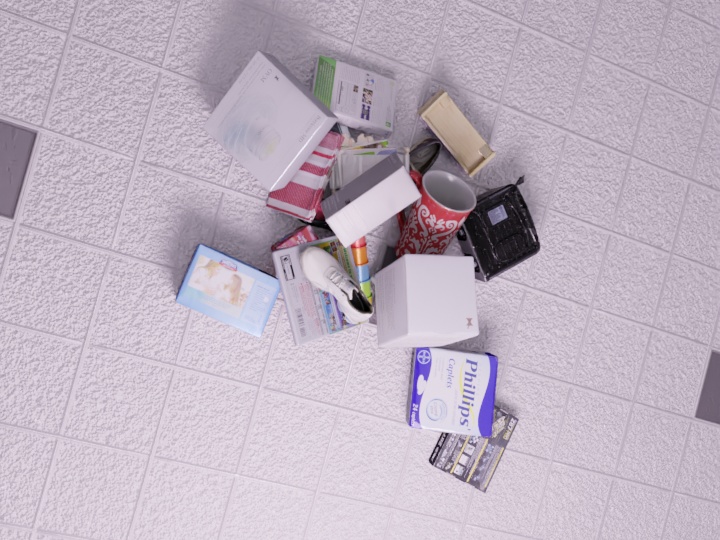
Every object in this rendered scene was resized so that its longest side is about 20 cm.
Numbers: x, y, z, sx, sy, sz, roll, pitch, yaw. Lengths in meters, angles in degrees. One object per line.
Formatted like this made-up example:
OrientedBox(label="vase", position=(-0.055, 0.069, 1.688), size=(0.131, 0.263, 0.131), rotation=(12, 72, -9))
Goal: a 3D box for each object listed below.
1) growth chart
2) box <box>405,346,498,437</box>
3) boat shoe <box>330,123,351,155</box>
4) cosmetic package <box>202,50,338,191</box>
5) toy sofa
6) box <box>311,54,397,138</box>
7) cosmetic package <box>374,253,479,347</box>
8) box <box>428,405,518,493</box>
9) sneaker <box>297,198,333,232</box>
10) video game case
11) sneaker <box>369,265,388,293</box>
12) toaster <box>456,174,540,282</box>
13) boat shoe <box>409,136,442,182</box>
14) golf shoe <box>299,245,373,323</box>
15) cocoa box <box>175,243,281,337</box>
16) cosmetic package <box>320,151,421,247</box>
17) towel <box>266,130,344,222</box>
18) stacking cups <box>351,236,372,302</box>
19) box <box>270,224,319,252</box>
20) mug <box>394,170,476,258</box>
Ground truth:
OrientedBox(label="growth chart", position=(0.018, -0.225, 1.525), size=(0.194, 0.018, 0.149), rotation=(6, 96, 8))
OrientedBox(label="box", position=(0.212, 0.277, 1.618), size=(0.194, 0.105, 0.189), rotation=(6, 86, 0))
OrientedBox(label="boat shoe", position=(-0.042, -0.254, 1.572), size=(0.066, 0.072, 0.205), rotation=(-21, 95, -13))
OrientedBox(label="cosmetic package", position=(-0.187, -0.311, 1.456), size=(0.199, 0.123, 0.200), rotation=(41, 104, -2))
OrientedBox(label="toy sofa", position=(0.227, -0.326, 1.641), size=(0.082, 0.098, 0.200), rotation=(-40, 103, 11))
OrientedBox(label="box", position=(-0.016, -0.393, 1.564), size=(0.195, 0.036, 0.148), rotation=(15, 64, -16))
OrientedBox(label="cosmetic package", position=(0.138, 0.071, 1.497), size=(0.163, 0.200, 0.171), rotation=(2, 77, -18))
OrientedBox(label="box", position=(0.279, 0.418, 1.700), size=(0.159, 0.049, 0.204), rotation=(28, 85, -12))
OrientedBox(label="sneaker", position=(-0.052, -0.120, 1.569), size=(0.195, 0.084, 0.079), rotation=(5, 92, -15))
OrientedBox(label="video game case", position=(-0.084, 0.038, 1.485), size=(0.178, 0.022, 0.205), rotation=(-16, 92, -27))
OrientedBox(label="sneaker", position=(0.109, 0.073, 1.627), size=(0.099, 0.078, 0.202), rotation=(-36, 102, -14))
OrientedBox(label="toaster", position=(0.321, -0.098, 1.651), size=(0.197, 0.118, 0.184), rotation=(-27, 100, -12))
OrientedBox(label="boat shoe", position=(0.115, -0.237, 1.617), size=(0.200, 0.065, 0.072), rotation=(-44, 103, -8))
OrientedBox(label="golf shoe", position=(-0.042, 0.023, 1.442), size=(0.200, 0.097, 0.079), rotation=(46, 69, -14))
OrientedBox(label="cocoa box", position=(-0.284, 0.041, 1.490), size=(0.196, 0.131, 0.136), rotation=(25, 86, -14))
OrientedBox(label="cosmetic package", position=(0.021, -0.150, 1.456), size=(0.198, 0.107, 0.091), rotation=(-37, 116, 7))
OrientedBox(label="towel", position=(-0.127, -0.220, 1.530), size=(0.023, 0.142, 0.204), rotation=(24, 86, -57))
OrientedBox(label="stacking cups", position=(0.000, 0.000, 1.578), size=(0.059, 0.061, 0.205), rotation=(-6, 107, -14))
OrientedBox(label="box", position=(-0.109, 0.008, 1.551), size=(0.094, 0.099, 0.203), rotation=(-33, 101, -12))
OrientedBox(label="mug", position=(0.155, -0.120, 1.574), size=(0.130, 0.180, 0.202), rotation=(-1, 136, -27))
